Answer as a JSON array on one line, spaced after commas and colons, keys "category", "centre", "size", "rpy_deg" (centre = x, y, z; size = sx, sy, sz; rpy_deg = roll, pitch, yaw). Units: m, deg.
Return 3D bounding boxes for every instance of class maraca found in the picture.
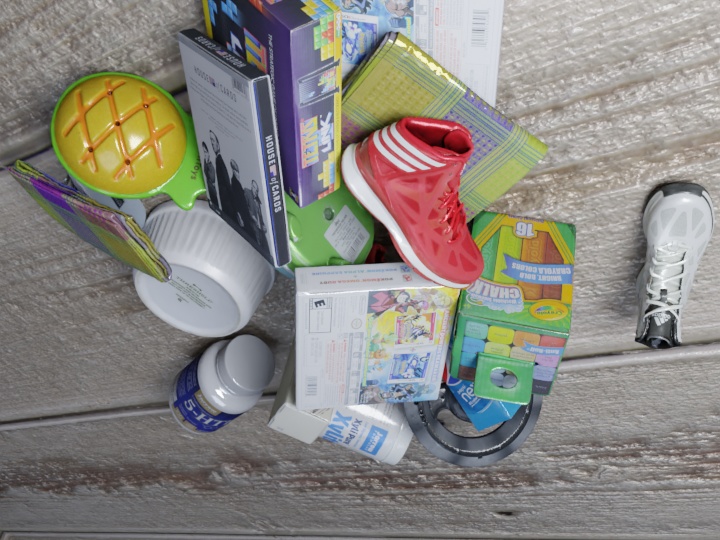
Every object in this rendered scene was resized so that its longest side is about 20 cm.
[{"category": "maraca", "centre": [-0.247, -0.145, 0.843], "size": [0.195, 0.141, 0.107], "rpy_deg": [17, 176, -10]}]

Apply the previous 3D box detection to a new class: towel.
[{"category": "towel", "centre": [-0.323, -0.058, 0.908], "size": [0.197, 0.023, 0.145], "rpy_deg": [24, 158, 24]}, {"category": "towel", "centre": [0.066, -0.132, 0.722], "size": [0.197, 0.023, 0.143], "rpy_deg": [31, 140, -18]}]

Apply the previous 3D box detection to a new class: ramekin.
[{"category": "ramekin", "centre": [-0.220, 0.006, 1.030], "size": [0.197, 0.096, 0.205], "rpy_deg": [11, 141, 9]}]

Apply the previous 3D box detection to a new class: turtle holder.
[{"category": "turtle holder", "centre": [-0.077, -0.061, 0.857], "size": [0.182, 0.145, 0.130], "rpy_deg": [17, 163, -36]}]

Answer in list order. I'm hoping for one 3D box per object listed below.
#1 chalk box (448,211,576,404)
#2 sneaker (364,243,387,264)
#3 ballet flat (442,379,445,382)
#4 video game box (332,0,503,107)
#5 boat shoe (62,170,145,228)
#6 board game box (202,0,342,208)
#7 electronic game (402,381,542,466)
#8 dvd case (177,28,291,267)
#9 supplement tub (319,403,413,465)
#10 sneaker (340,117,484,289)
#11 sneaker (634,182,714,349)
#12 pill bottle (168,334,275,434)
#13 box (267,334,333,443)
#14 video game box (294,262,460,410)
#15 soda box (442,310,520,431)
[{"category": "chalk box", "centre": [0.170, 0.053, 0.849], "size": [0.121, 0.203, 0.126], "rpy_deg": [9, 140, 8]}, {"category": "sneaker", "centre": [0.000, 0.000, 0.942], "size": [0.198, 0.076, 0.087], "rpy_deg": [31, 115, 25]}, {"category": "ballet flat", "centre": [0.115, 0.123, 1.076], "size": [0.198, 0.069, 0.067], "rpy_deg": [35, 158, -12]}, {"category": "video game box", "centre": [0.043, -0.201, 0.713], "size": [0.177, 0.048, 0.203], "rpy_deg": [7, 140, 10]}, {"category": "boat shoe", "centre": [-0.337, -0.121, 0.948], "size": [0.067, 0.075, 0.201], "rpy_deg": [22, 156, 21]}, {"category": "board game box", "centre": [-0.085, -0.188, 0.710], "size": [0.166, 0.056, 0.203], "rpy_deg": [48, 154, 31]}, {"category": "electronic game", "centre": [0.154, 0.168, 1.026], "size": [0.195, 0.205, 0.042], "rpy_deg": [20, -177, -4]}, {"category": "dvd case", "centre": [-0.126, -0.121, 0.752], "size": [0.150, 0.024, 0.204], "rpy_deg": [39, 143, 40]}, {"category": "supplement tub", "centre": [-0.017, 0.204, 1.156], "size": [0.196, 0.134, 0.133], "rpy_deg": [23, 141, -6]}, {"category": "sneaker", "centre": [0.081, -0.063, 0.720], "size": [0.199, 0.080, 0.114], "rpy_deg": [38, 139, -28]}, {"category": "sneaker", "centre": [0.338, 0.011, 0.804], "size": [0.074, 0.117, 0.203], "rpy_deg": [4, 139, 16]}, {"category": "pill bottle", "centre": [-0.224, 0.183, 1.220], "size": [0.118, 0.122, 0.199], "rpy_deg": [33, 139, -19]}, {"category": "box", "centre": [-0.061, 0.122, 1.019], "size": [0.067, 0.203, 0.082], "rpy_deg": [24, 142, -12]}, {"category": "video game box", "centre": [0.013, 0.078, 0.858], "size": [0.177, 0.047, 0.203], "rpy_deg": [-1, 133, -7]}, {"category": "soda box", "centre": [0.130, 0.096, 0.955], "size": [0.064, 0.067, 0.202], "rpy_deg": [-35, 89, 45]}]
